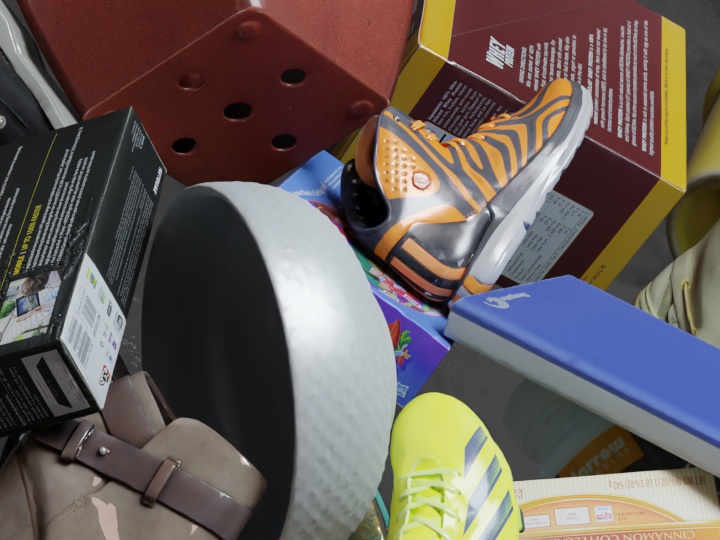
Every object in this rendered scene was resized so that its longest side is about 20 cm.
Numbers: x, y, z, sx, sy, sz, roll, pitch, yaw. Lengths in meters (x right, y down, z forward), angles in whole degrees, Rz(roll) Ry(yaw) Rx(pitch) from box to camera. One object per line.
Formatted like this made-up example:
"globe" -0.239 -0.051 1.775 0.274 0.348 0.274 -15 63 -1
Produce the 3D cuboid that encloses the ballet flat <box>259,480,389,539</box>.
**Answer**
"ballet flat" -0.031 0.110 1.360 0.070 0.071 0.201 11 41 -31

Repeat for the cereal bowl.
"cereal bowl" -0.038 0.053 1.267 0.083 0.201 0.201 -7 51 -25

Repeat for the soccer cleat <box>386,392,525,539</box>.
"soccer cleat" 0.035 0.143 1.202 0.084 0.064 0.201 33 45 -46

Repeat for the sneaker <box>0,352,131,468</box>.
"sneaker" -0.144 0.101 1.284 0.083 0.072 0.200 -22 61 -23

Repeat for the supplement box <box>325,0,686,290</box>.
"supplement box" 0.097 -0.109 1.659 0.199 0.133 0.198 27 36 -14

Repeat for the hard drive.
"hard drive" 0.162 0.059 1.374 0.199 0.025 0.132 27 21 30

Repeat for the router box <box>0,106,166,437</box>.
"router box" -0.187 0.008 1.267 0.200 0.148 0.051 -80 150 -52

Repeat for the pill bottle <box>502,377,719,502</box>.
"pill bottle" 0.172 0.140 1.448 0.116 0.117 0.200 -5 52 -44

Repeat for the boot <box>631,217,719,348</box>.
"boot" 0.274 0.043 1.614 0.073 0.156 0.200 0 49 -41

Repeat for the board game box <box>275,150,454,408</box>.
"board game box" 0.000 0.000 1.470 0.134 0.045 0.200 37 15 1

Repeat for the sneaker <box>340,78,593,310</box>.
"sneaker" 0.060 -0.070 1.464 0.112 0.078 0.200 33 44 0

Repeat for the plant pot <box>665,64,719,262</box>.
"plant pot" 0.312 -0.064 1.759 0.201 0.201 0.189 41 51 6

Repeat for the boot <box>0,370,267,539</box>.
"boot" -0.102 0.145 1.183 0.200 0.146 0.070 45 -10 23

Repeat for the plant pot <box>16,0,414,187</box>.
"plant pot" -0.082 -0.160 1.485 0.200 0.199 0.177 31 39 -45

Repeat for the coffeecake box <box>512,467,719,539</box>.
"coffeecake box" 0.116 0.206 1.268 0.153 0.073 0.201 -4 50 -1

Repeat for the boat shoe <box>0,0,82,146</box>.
"boat shoe" -0.197 -0.088 1.446 0.200 0.060 0.074 54 5 18
